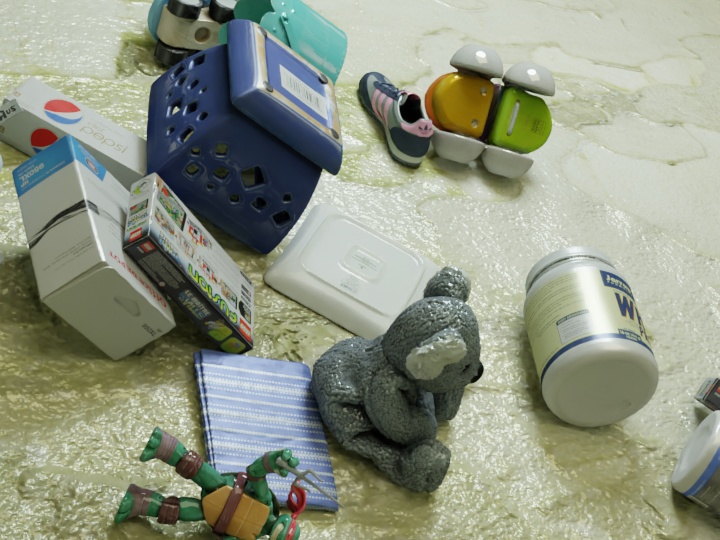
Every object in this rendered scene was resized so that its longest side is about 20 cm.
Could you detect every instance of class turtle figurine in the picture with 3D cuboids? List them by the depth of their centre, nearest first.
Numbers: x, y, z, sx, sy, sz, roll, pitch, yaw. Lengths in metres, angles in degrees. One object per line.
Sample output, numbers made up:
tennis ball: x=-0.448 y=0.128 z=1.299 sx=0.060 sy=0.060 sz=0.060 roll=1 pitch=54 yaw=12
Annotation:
turtle figurine: x=-0.126 y=0.233 z=1.197 sx=0.199 sy=0.101 sz=0.150 roll=23 pitch=78 yaw=-3

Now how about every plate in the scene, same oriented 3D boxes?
plate: x=0.000 y=0.000 z=1.589 sx=0.199 sy=0.032 sz=0.200 roll=30 pitch=38 yaw=2

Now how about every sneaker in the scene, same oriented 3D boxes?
sneaker: x=0.060 y=-0.250 z=1.870 sx=0.070 sy=0.082 sz=0.200 roll=-1 pitch=46 yaw=-31

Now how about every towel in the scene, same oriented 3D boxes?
towel: x=-0.106 y=0.172 z=1.341 sx=0.144 sy=0.024 sz=0.200 roll=9 pitch=43 yaw=-25

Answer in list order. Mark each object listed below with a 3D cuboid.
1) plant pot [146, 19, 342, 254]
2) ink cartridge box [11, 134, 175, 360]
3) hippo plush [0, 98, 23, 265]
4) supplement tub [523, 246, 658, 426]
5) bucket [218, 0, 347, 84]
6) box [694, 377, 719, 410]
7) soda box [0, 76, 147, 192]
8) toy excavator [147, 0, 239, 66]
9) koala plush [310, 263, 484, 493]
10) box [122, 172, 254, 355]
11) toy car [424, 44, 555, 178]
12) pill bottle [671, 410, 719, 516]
plant pot: x=-0.135 y=-0.176 z=1.541 sx=0.200 sy=0.180 sz=0.200 roll=33 pitch=30 yaw=-32
ink cartridge box: x=-0.289 y=-0.024 z=1.344 sx=0.145 sy=0.084 sz=0.200 roll=51 pitch=12 yaw=-50
hippo plush: x=-0.429 y=-0.071 z=1.331 sx=0.161 sy=0.199 sz=0.159 roll=70 pitch=13 yaw=15
supplement tub: x=0.286 y=0.080 z=1.575 sx=0.144 sy=0.145 sz=0.200 roll=13 pitch=40 yaw=-18
bucket: x=-0.121 y=-0.284 z=1.703 sx=0.134 sy=0.207 sz=0.208 roll=28 pitch=35 yaw=-22
box: x=0.532 y=0.209 z=1.606 sx=0.200 sy=0.035 sz=0.110 roll=35 pitch=1 yaw=10
soda box: x=-0.346 y=-0.156 z=1.535 sx=0.199 sy=0.064 sz=0.068 roll=29 pitch=37 yaw=2
toy excavator: x=-0.238 y=-0.391 z=1.855 sx=0.194 sy=0.100 sz=0.200 roll=0 pitch=37 yaw=-33
koala plush: x=0.060 y=0.102 z=1.357 sx=0.183 sy=0.200 sz=0.178 roll=29 pitch=38 yaw=-7
box: x=-0.187 y=-0.003 z=1.382 sx=0.200 sy=0.035 sz=0.110 roll=52 pitch=22 yaw=-36
toy car: x=0.192 y=-0.243 z=1.906 sx=0.199 sy=0.176 sz=0.150 roll=15 pitch=3 yaw=-15
pill bottle: x=0.492 y=0.268 z=1.509 sx=0.200 sy=0.114 sz=0.114 roll=31 pitch=38 yaw=5
